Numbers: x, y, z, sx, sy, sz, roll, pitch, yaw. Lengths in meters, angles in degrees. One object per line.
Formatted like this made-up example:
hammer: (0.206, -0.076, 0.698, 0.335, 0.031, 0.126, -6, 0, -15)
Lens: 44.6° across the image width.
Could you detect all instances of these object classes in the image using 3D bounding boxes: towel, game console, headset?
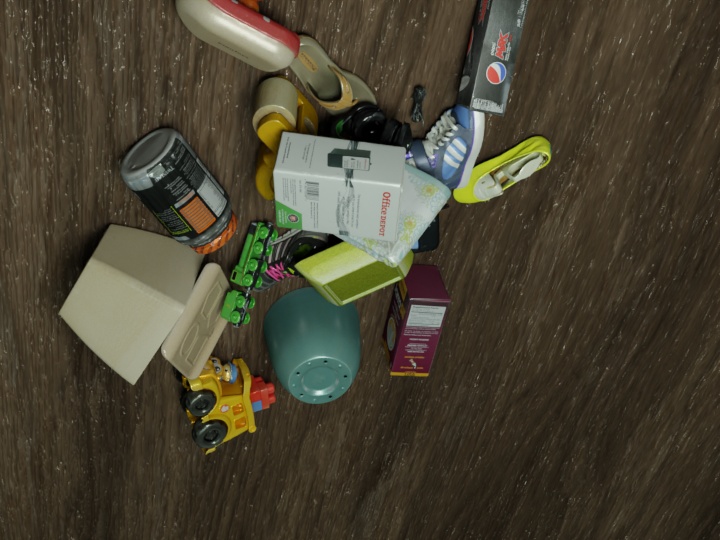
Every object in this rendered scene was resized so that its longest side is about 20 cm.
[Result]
towel: (0.029, -0.113, 1.486, 0.172, 0.198, 0.048, -53, 154, -17)
game console: (0.058, -0.065, 1.607, 0.196, 0.120, 0.174, -9, 129, -4)
headset: (0.038, -0.239, 1.443, 0.199, 0.123, 0.095, -27, 139, -42)

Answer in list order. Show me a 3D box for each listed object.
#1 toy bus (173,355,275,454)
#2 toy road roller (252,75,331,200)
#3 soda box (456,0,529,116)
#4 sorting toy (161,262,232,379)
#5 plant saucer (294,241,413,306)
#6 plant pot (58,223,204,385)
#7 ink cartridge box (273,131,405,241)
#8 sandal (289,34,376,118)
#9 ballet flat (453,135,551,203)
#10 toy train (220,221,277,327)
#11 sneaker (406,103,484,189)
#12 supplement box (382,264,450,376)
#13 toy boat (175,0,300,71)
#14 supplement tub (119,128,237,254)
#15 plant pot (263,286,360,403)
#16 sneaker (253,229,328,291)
toy bus: (-0.271, 0.247, 1.789, 0.189, 0.136, 0.202, -17, 128, -15)
toy road roller: (-0.132, -0.204, 1.462, 0.144, 0.124, 0.200, -25, 130, 23)
soda box: (0.212, -0.356, 1.404, 0.062, 0.071, 0.203, 7, 106, -16)
sorting toy: (-0.294, 0.093, 1.598, 0.036, 0.187, 0.200, 23, 164, 11)
plant saucer: (0.000, 0.000, 1.606, 0.197, 0.048, 0.200, -23, 159, 5)
plant pot: (-0.413, 0.039, 1.559, 0.176, 0.201, 0.201, 30, 118, -15)
ink cartridge box: (-0.031, -0.129, 1.374, 0.196, 0.084, 0.147, 8, 146, 2)
sandal: (-0.049, -0.303, 1.437, 0.080, 0.054, 0.199, -36, 132, 18)
ballet flat: (0.259, -0.174, 1.595, 0.198, 0.068, 0.067, -31, 128, 13)
toy train: (-0.206, 0.004, 1.608, 0.042, 0.056, 0.203, 11, 99, -57)
sneaker: (0.127, -0.219, 1.523, 0.144, 0.081, 0.202, -4, 134, -14)
supplement box: (0.108, 0.101, 1.751, 0.084, 0.111, 0.202, 3, 127, -13)
toy boat: (-0.174, -0.395, 1.317, 0.198, 0.130, 0.133, 23, 88, -23)
supplement tub: (-0.300, -0.129, 1.482, 0.121, 0.123, 0.201, -27, 128, 11)
plant pot: (-0.089, 0.161, 1.728, 0.197, 0.162, 0.203, -5, 129, -6)
sneaker: (-0.135, -0.016, 1.626, 0.199, 0.088, 0.074, -35, 127, 16)
